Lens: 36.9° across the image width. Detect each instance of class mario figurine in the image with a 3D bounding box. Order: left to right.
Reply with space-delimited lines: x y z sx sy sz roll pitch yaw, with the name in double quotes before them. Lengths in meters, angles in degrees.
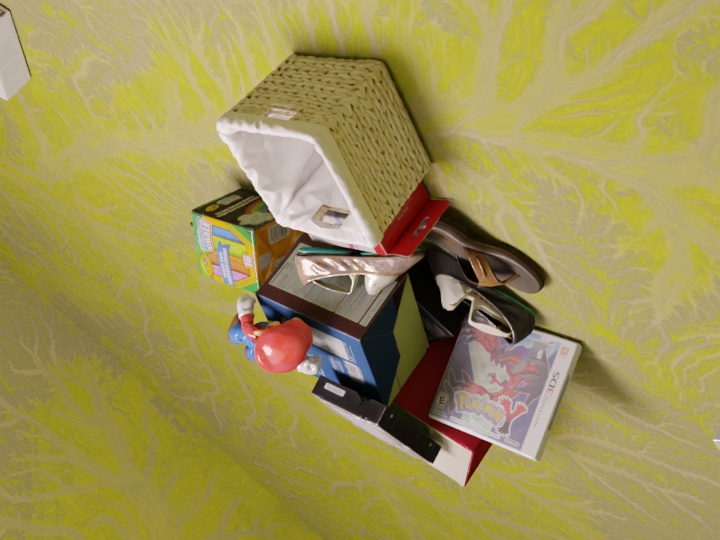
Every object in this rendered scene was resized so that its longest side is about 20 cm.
"mario figurine" -0.122 0.096 1.609 0.123 0.107 0.200 9 178 -26

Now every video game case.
"video game case" 0.216 0.169 1.632 0.199 0.183 0.023 17 173 39

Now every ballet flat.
"ballet flat" 0.000 0.000 1.553 0.199 0.068 0.068 1 97 25
"ballet flat" 0.168 0.040 1.601 0.199 0.069 0.068 34 156 10

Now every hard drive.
"hard drive" 0.026 0.235 1.676 0.139 0.038 0.200 21 167 36

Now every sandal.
"sandal" 0.162 -0.013 1.519 0.199 0.055 0.082 29 160 -2

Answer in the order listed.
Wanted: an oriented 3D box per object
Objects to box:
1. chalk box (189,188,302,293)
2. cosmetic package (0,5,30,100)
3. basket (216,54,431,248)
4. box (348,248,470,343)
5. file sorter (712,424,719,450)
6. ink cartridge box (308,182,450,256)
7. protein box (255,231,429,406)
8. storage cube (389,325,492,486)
"chalk box" -0.204 -0.055 1.843 0.199 0.125 0.125 17 123 39
"cosmetic package" -0.685 -0.416 1.989 0.101 0.074 0.200 32 156 12
"basket" -0.044 -0.165 1.427 0.197 0.161 0.200 15 148 42
"box" 0.062 0.024 1.709 0.200 0.079 0.141 43 152 -11
"file sorter" 0.547 0.218 1.304 0.124 0.139 0.200 -4 133 52
"ink cartridge box" 0.015 -0.091 1.527 0.199 0.116 0.067 11 145 44
"protein box" -0.025 0.078 1.668 0.199 0.135 0.199 23 151 30
"storage cube" 0.156 0.218 1.795 0.170 0.180 0.200 31 156 15
